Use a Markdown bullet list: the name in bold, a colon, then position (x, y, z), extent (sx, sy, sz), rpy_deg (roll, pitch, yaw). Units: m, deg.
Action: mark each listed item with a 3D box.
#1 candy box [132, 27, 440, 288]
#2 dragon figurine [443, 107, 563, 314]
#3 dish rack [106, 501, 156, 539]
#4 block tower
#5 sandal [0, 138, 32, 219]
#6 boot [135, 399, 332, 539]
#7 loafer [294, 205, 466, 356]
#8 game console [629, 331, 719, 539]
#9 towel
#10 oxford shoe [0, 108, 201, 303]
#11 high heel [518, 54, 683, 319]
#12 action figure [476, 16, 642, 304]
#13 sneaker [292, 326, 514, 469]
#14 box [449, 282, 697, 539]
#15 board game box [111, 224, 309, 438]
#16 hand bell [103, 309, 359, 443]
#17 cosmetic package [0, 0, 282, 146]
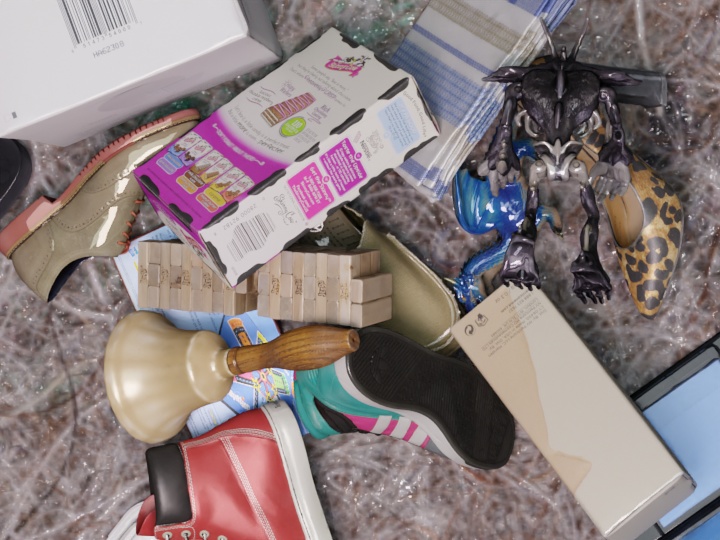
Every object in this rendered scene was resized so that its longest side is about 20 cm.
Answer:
- **candy box**: position (-0.057, -0.089, 1.429), extent (0.199, 0.136, 0.061), rpy_deg (-37, 125, -10)
- **dragon figurine**: position (0.101, -0.060, 1.482), extent (0.098, 0.059, 0.202), rpy_deg (-13, 93, 4)
- **dish rack**: position (-0.169, 0.308, 1.527), extent (0.171, 0.044, 0.201), rpy_deg (39, 96, 1)
- **block tower**: position (-0.074, 0.007, 1.449), extent (0.198, 0.058, 0.055), rpy_deg (5, 97, 26)
- **sandal**: position (-0.338, -0.023, 1.515), extent (0.076, 0.043, 0.201), rpy_deg (28, 90, 25)
- **boot**: position (-0.096, 0.218, 1.480), extent (0.143, 0.072, 0.202), rpy_deg (-20, 97, -13)
- **loafer**: position (0.000, 0.000, 1.488), extent (0.199, 0.067, 0.076), rpy_deg (38, 95, 2)
- **game console**: position (0.274, 0.162, 1.450), extent (0.199, 0.118, 0.171), rpy_deg (-36, 90, 4)
- **towel**: position (0.077, -0.160, 1.453), extent (0.024, 0.147, 0.201), rpy_deg (31, 95, -36)
- **oxford shoe**: position (-0.194, -0.052, 1.499), extent (0.199, 0.070, 0.075), rpy_deg (-37, 83, 15)
- **high heel**: position (0.173, -0.063, 1.445), extent (0.141, 0.071, 0.202), rpy_deg (2, 79, -26)
- **action figure**: position (0.142, -0.079, 1.372), extent (0.118, 0.102, 0.202), rpy_deg (5, 67, 3)
- **sneaker**: position (0.021, 0.105, 1.482), extent (0.199, 0.120, 0.084), rpy_deg (33, 65, -36)
- **box**: position (0.163, 0.105, 1.438), extent (0.078, 0.095, 0.201), rpy_deg (-38, 68, 5)
- **board game box**: position (-0.116, 0.054, 1.523), extent (0.102, 0.019, 0.202), rpy_deg (-24, 90, 7)
- **hand bell**: position (-0.085, 0.068, 1.419), extent (0.199, 0.104, 0.105), rpy_deg (-10, 92, 34)
- **cosmetic package**: position (-0.180, -0.187, 1.427), extent (0.198, 0.200, 0.124), rpy_deg (-21, 88, 5)
